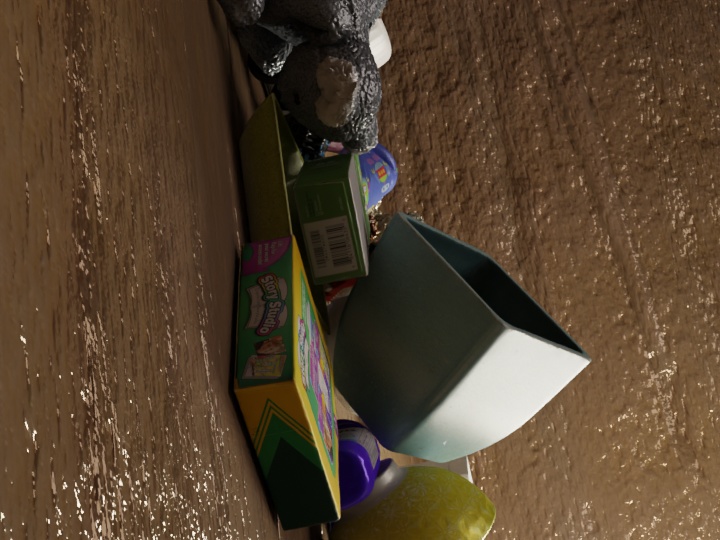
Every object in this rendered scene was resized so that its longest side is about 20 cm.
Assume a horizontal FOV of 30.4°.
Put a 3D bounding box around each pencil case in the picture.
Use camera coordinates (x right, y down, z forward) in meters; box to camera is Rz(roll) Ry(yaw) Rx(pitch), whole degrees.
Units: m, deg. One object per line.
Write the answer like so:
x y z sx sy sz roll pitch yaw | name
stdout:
-0.018 -0.102 1.610 0.200 0.077 0.088 -48 137 -60 | pencil case

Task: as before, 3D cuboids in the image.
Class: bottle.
-0.021 0.192 1.346 0.200 0.083 0.066 -39 111 -84 | bottle

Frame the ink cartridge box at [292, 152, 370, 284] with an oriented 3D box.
-0.027 -0.064 1.409 0.200 0.059 0.105 -84 163 -75 | ink cartridge box

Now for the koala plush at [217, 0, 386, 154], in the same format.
-0.035 -0.225 1.375 0.177 0.182 0.202 57 15 -75 | koala plush

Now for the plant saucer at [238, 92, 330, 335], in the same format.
-0.082 -0.050 1.373 0.200 0.047 0.202 68 12 -69 | plant saucer

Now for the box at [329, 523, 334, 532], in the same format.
-0.005 0.308 1.555 0.120 0.041 0.201 -95 175 -50 | box

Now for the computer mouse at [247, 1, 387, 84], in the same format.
-0.036 -0.290 1.495 0.202 0.139 0.046 -67 156 -3 | computer mouse

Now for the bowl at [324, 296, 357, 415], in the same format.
-0.005 0.091 1.620 0.201 0.089 0.203 -1 90 -90 | bowl

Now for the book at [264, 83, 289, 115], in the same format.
-0.104 -0.280 1.640 0.134 0.048 0.201 -99 176 -48 | book

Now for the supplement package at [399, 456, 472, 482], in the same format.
0.111 0.406 2.030 0.152 0.149 0.202 -37 116 -85 | supplement package

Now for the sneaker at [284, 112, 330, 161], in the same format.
-0.049 -0.168 1.541 0.200 0.073 0.083 126 -29 -59 | sneaker

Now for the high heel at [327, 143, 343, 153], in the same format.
-0.086 -0.225 1.785 0.068 0.095 0.201 -55 -139 32 | high heel

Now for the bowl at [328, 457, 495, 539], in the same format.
0.032 0.263 1.380 0.108 0.199 0.200 55 7 -5 | bowl

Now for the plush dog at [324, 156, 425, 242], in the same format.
-0.024 -0.072 1.773 0.200 0.160 0.172 49 1 36 | plush dog

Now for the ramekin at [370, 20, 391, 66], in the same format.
-0.039 -0.350 1.839 0.202 0.097 0.201 60 -4 7 | ramekin

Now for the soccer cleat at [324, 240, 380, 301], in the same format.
0.000 0.000 1.543 0.199 0.085 0.069 -11 -104 53 | soccer cleat

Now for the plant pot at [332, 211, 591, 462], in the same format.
0.084 0.091 1.426 0.196 0.200 0.196 22 21 -50 | plant pot

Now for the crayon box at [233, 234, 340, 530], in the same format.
-0.065 0.098 1.192 0.201 0.058 0.174 -95 171 -53 | crayon box
